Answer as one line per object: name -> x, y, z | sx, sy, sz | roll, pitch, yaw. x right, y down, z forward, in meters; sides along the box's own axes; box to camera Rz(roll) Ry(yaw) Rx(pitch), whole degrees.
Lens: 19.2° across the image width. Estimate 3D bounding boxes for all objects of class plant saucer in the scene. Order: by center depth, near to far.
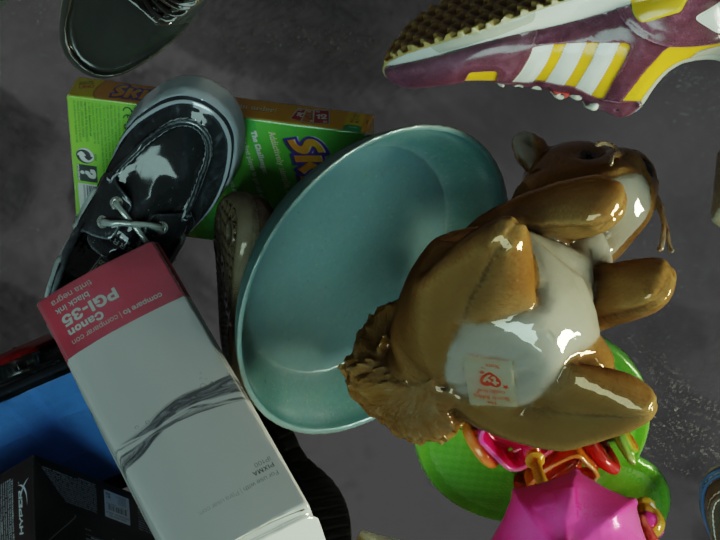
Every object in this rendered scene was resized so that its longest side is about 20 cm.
plant saucer -> 0.000, 0.000, 1.231 | 0.036, 0.200, 0.200 | 36, 140, 39

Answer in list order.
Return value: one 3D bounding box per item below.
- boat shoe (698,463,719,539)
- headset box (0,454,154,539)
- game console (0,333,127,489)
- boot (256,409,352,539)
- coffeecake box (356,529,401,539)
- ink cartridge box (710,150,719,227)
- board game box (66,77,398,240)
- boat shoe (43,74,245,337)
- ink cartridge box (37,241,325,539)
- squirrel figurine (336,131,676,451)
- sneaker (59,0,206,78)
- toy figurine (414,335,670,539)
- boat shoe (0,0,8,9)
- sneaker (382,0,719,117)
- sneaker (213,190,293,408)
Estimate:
boat shoe -> 0.272, 0.209, 1.363 | 0.072, 0.072, 0.200 | -17, 120, 24
headset box -> -0.233, 0.217, 1.456 | 0.200, 0.075, 0.149 | -31, 140, 30
game console -> -0.226, 0.115, 1.388 | 0.200, 0.172, 0.119 | -24, 91, 27
boot -> -0.051, 0.184, 1.358 | 0.077, 0.200, 0.138 | -10, 131, -10
coffeecake box -> 0.100, 0.237, 1.320 | 0.200, 0.153, 0.073 | 20, 94, -45
ink cartridge box -> 0.309, -0.076, 1.140 | 0.165, 0.075, 0.200 | 27, 127, -9
board game box -> -0.075, -0.059, 1.274 | 0.200, 0.030, 0.096 | 10, 129, 10
boat shoe -> -0.133, -0.030, 1.252 | 0.072, 0.068, 0.200 | 33, 128, -12
ink cartridge box -> -0.096, 0.107, 1.224 | 0.083, 0.200, 0.147 | -27, 149, -8
squirrel figurine -> 0.083, 0.006, 1.188 | 0.142, 0.187, 0.200 | 43, 131, -17
sneaker -> -0.116, -0.161, 1.156 | 0.075, 0.106, 0.200 | 34, 126, -13
toy figurine -> 0.130, 0.157, 1.269 | 0.150, 0.184, 0.200 | -34, 118, 14
boat shoe -> -0.212, -0.184, 1.186 | 0.202, 0.074, 0.065 | -33, 91, 39
sneaker -> 0.111, -0.116, 1.157 | 0.200, 0.075, 0.090 | -14, 116, 24
sneaker -> -0.047, 0.014, 1.287 | 0.075, 0.071, 0.200 | -7, 149, -8
